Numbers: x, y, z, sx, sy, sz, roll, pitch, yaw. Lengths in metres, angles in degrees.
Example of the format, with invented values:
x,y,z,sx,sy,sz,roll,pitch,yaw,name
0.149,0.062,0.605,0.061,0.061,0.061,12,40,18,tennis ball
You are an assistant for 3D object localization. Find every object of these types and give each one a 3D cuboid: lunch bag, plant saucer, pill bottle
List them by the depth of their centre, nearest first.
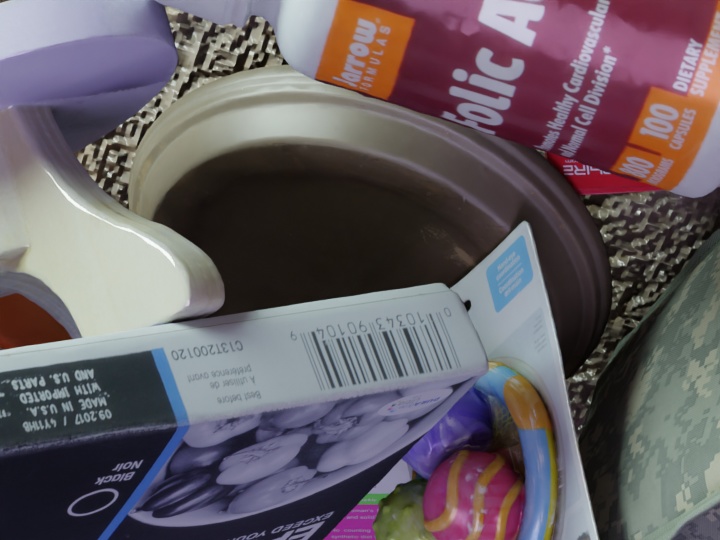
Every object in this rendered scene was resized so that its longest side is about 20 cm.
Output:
x,y,z,sx,sy,sz,roll,pitch,yaw,name
0.038,-0.106,0.871,0.199,0.114,0.115,17,126,-3,pill bottle
0.141,0.080,0.992,0.117,0.165,0.200,34,143,-14,lunch bag
0.000,0.000,1.038,0.199,0.030,0.201,12,141,10,plant saucer

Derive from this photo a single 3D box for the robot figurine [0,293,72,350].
x,y,z,sx,sy,sz,roll,pitch,yaw,name
-0.183,0.060,1.045,0.116,0.144,0.201,27,81,-4,robot figurine

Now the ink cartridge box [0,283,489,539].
x,y,z,sx,sy,sz,roll,pitch,yaw,name
-0.083,0.080,0.925,0.197,0.044,0.200,-9,155,-34,ink cartridge box

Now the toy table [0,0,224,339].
x,y,z,sx,sy,sz,roll,pitch,yaw,name
-0.132,-0.008,0.920,0.183,0.118,0.200,-7,164,-39,toy table

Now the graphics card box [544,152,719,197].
x,y,z,sx,sy,sz,roll,pitch,yaw,name
0.119,-0.124,0.947,0.125,0.051,0.201,-3,126,12,graphics card box

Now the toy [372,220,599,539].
x,y,z,sx,sy,sz,roll,pitch,yaw,name
0.038,0.095,0.955,0.047,0.201,0.115,3,150,-31,toy

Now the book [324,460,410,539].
x,y,z,sx,sy,sz,roll,pitch,yaw,name
-0.022,0.127,1.132,0.133,0.048,0.201,4,139,5,book
